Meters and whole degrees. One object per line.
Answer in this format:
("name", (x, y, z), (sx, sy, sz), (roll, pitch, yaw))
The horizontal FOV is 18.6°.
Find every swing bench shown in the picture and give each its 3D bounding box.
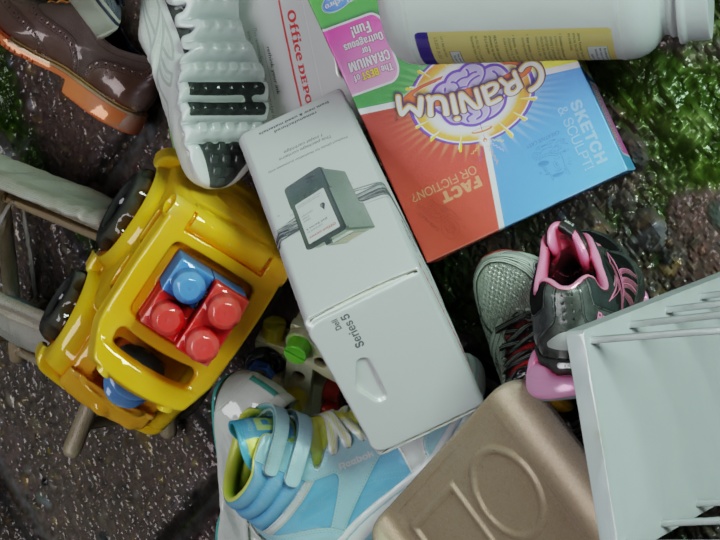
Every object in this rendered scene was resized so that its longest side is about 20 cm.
("swing bench", (-0.241, 0.018, 1.754), (0.199, 0.130, 0.200), (22, 108, 34))

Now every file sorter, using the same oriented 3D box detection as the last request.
("file sorter", (0.237, 0.081, 1.333), (0.124, 0.200, 0.139), (-7, 96, 38))

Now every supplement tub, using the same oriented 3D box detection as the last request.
("supplement tub", (0.117, -0.201, 1.363), (0.200, 0.145, 0.146), (0, 101, 11))

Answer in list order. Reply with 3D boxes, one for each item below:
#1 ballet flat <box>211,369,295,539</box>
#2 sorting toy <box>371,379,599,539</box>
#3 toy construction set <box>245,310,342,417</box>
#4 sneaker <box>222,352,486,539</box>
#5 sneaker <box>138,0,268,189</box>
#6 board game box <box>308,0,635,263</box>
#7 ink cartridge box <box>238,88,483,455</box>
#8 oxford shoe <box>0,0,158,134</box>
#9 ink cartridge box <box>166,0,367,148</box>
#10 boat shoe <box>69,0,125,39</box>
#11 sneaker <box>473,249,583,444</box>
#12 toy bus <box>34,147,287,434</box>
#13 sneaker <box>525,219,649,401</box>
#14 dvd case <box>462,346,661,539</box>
("ballet flat", (-0.071, 0.167, 1.604), (0.069, 0.069, 0.200), (19, 124, 34))
("sorting toy", (0.110, 0.188, 1.423), (0.185, 0.036, 0.200), (53, 136, 14))
("toy construction set", (-0.022, 0.095, 1.625), (0.131, 0.092, 0.200), (16, 120, 9))
("sneaker", (-0.014, 0.113, 1.524), (0.200, 0.131, 0.080), (-49, 24, 4))
("sneaker", (-0.118, -0.149, 1.562), (0.081, 0.075, 0.200), (-27, 65, 49))
("board game box", (0.074, -0.126, 1.473), (0.153, 0.040, 0.200), (-25, 87, 14))
("ink cartridge box", (0.000, 0.000, 1.475), (0.084, 0.146, 0.200), (-25, 43, 3))
("oxford shoe", (-0.232, -0.190, 1.743), (0.200, 0.071, 0.073), (37, 105, 19))
("ink cartridge box", (-0.054, -0.146, 1.599), (0.200, 0.067, 0.117), (-10, 92, 41))
("boat shoe", (-0.172, -0.224, 1.541), (0.093, 0.200, 0.075), (-34, 87, -1))
("sneaker", (0.130, 0.072, 1.480), (0.078, 0.082, 0.200), (-35, 68, 23))
("toy bus", (-0.136, 0.036, 1.554), (0.136, 0.192, 0.200), (32, 100, -16))
("sneaker", (0.140, 0.004, 1.402), (0.079, 0.200, 0.095), (-9, 112, 10))
("dvd case", (0.120, 0.165, 1.560), (0.200, 0.025, 0.150), (31, 118, 29))
